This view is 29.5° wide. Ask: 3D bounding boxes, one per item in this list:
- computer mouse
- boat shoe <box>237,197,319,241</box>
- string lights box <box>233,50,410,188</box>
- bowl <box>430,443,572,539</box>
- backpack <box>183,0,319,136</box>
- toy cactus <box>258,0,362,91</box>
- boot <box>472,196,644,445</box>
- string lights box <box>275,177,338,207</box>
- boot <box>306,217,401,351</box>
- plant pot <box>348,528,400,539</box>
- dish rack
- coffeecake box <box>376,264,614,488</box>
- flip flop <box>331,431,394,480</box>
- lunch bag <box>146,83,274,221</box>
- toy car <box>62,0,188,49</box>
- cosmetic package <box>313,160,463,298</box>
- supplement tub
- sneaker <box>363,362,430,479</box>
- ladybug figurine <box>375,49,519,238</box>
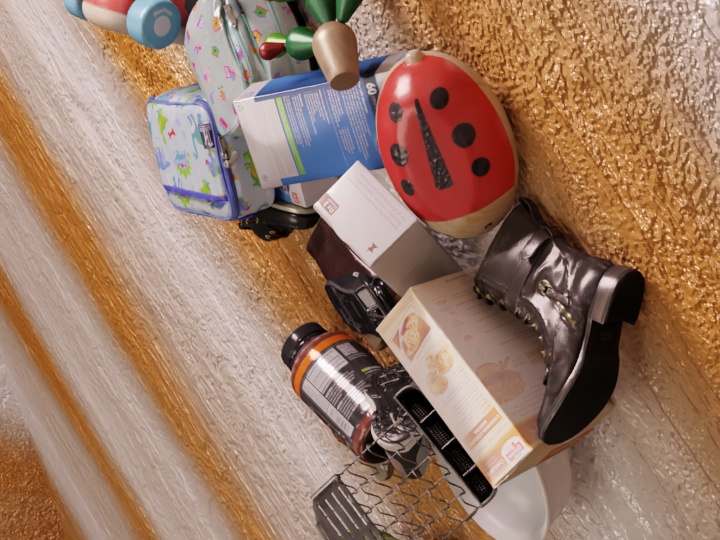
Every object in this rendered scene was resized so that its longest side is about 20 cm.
[{"bbox_3d":[0.032,0.059,1.511,0.141,0.046,0.200,57,166,-9],"label":"computer mouse"},{"bbox_3d":[-0.102,-0.069,1.741,0.201,0.073,0.064,16,106,63],"label":"boat shoe"},{"bbox_3d":[-0.022,-0.157,1.433,0.198,0.059,0.104,-8,114,24],"label":"string lights box"},{"bbox_3d":[0.167,0.195,1.499,0.201,0.090,0.202,42,147,35],"label":"bowl"},{"bbox_3d":[-0.126,-0.250,1.563,0.202,0.125,0.167,68,158,10],"label":"backpack"},{"bbox_3d":[-0.038,-0.259,1.366,0.199,0.102,0.166,-35,57,31],"label":"toy cactus"},{"bbox_3d":[0.174,0.047,1.322,0.174,0.069,0.202,29,99,43],"label":"boot"},{"bbox_3d":[-0.108,-0.151,1.705,0.199,0.059,0.104,20,128,54],"label":"string lights box"},{"bbox_3d":[0.000,0.000,1.636,0.167,0.072,0.200,55,156,10],"label":"boot"},{"bbox_3d":[0.068,0.440,1.822,0.189,0.199,0.202,-17,99,49],"label":"plant pot"},{"bbox_3d":[0.040,0.243,1.482,0.154,0.200,0.054,50,-171,22],"label":"dish rack"},{"bbox_3d":[0.137,0.099,1.382,0.201,0.153,0.073,53,129,18],"label":"coffeecake box"},{"bbox_3d":[-0.018,0.199,1.861,0.201,0.057,0.081,61,153,4],"label":"flip flop"},{"bbox_3d":[-0.188,-0.144,1.698,0.199,0.082,0.162,17,124,56],"label":"lunch bag"},{"bbox_3d":[-0.244,-0.384,1.679,0.184,0.176,0.202,28,109,42],"label":"toy car"},{"bbox_3d":[0.037,-0.028,1.443,0.102,0.074,0.200,46,-179,26],"label":"cosmetic package"},{"bbox_3d":[-0.019,0.151,1.770,0.200,0.106,0.108,42,147,36],"label":"supplement tub"},{"bbox_3d":[0.048,0.173,1.625,0.201,0.073,0.080,-88,-21,-63],"label":"sneaker"},{"bbox_3d":[0.080,-0.117,1.334,0.135,0.072,0.201,-17,110,22],"label":"ladybug figurine"}]
